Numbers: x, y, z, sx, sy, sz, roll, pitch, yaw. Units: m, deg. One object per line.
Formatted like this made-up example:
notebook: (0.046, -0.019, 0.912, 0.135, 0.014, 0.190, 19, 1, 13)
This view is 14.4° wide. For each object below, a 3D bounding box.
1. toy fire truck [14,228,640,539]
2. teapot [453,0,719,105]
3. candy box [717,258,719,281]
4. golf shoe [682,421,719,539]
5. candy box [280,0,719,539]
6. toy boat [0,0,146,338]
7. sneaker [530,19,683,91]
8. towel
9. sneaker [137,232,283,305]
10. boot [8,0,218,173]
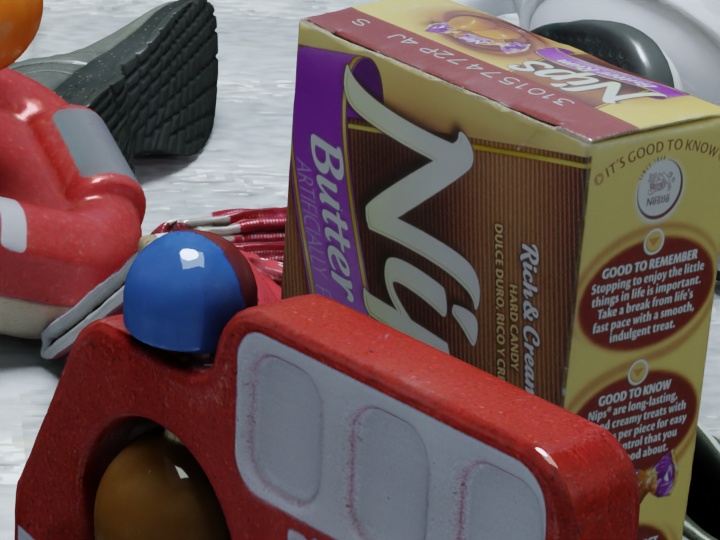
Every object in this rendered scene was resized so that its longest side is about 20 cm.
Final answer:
toy fire truck: (-0.015, 0.081, 0.688, 0.112, 0.169, 0.200, -13, 27, -38)
teapot: (0.145, -0.115, 1.260, 0.146, 0.197, 0.200, -59, 14, -27)
candy box: (0.227, -0.018, 1.071, 0.136, 0.061, 0.200, -2, 6, -16)
golf shoe: (0.076, 0.074, 0.826, 0.199, 0.098, 0.078, 20, 28, 39)
candy box: (0.031, 0.039, 0.760, 0.056, 0.201, 0.116, -13, 27, -36)
toy boat: (-0.157, -0.063, 1.013, 0.199, 0.131, 0.131, 12, 31, -37)
sneaker: (0.099, -0.047, 1.083, 0.107, 0.068, 0.201, 0, -14, -24)
towel: (0.000, 0.000, 1.003, 0.199, 0.023, 0.144, -5, -13, -23)
sneaker: (-0.011, 0.024, 0.878, 0.112, 0.072, 0.200, -5, -5, -6)
boot: (-0.144, -0.076, 1.218, 0.130, 0.068, 0.200, 5, 19, 18)
